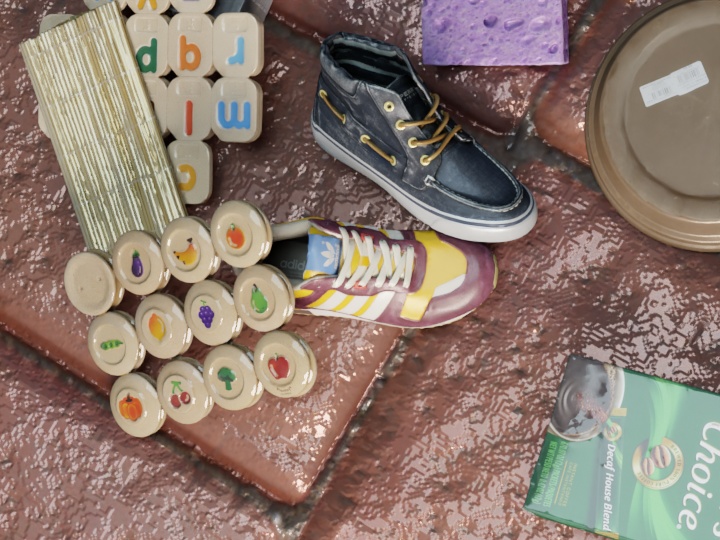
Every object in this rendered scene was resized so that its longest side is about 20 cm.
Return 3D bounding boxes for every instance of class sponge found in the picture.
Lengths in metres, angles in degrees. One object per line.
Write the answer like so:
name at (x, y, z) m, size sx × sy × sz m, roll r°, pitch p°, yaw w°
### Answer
sponge at (0.098, -0.254, 1.706) m, size 0.111 × 0.030 × 0.202 m, roll 1°, pitch 100°, yaw 18°

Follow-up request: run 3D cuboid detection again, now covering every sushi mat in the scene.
sushi mat at (-0.200, -0.105, 1.783) m, size 0.095 × 0.012 × 0.201 m, roll -23°, pitch 82°, yaw 26°

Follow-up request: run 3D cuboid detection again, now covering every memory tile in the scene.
memory tile at (-0.130, 0.037, 1.698) m, size 0.199 × 0.017 × 0.154 m, roll -17°, pitch 92°, yaw 35°

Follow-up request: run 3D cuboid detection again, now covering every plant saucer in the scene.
plant saucer at (0.259, -0.114, 1.664) m, size 0.199 × 0.029 × 0.202 m, roll -4°, pitch 77°, yaw 17°

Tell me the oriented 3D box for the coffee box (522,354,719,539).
coffee box at (0.226, 0.141, 1.605) m, size 0.199 × 0.044 × 0.124 m, roll 16°, pitch 83°, yaw 20°

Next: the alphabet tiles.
alphabet tiles at (-0.165, -0.152, 1.780) m, size 0.199 × 0.015 × 0.197 m, roll 3°, pitch 94°, yaw 25°

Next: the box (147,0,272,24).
box at (-0.147, -0.285, 1.817) m, size 0.199 × 0.048 × 0.159 m, roll 21°, pitch 86°, yaw 20°

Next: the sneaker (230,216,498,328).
sneaker at (0.000, 0.000, 1.683) m, size 0.198 × 0.090 × 0.076 m, roll -2°, pitch 77°, yaw 17°

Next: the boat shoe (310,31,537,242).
boat shoe at (0.045, -0.098, 1.681) m, size 0.199 × 0.091 × 0.071 m, roll 30°, pitch 54°, yaw 22°
